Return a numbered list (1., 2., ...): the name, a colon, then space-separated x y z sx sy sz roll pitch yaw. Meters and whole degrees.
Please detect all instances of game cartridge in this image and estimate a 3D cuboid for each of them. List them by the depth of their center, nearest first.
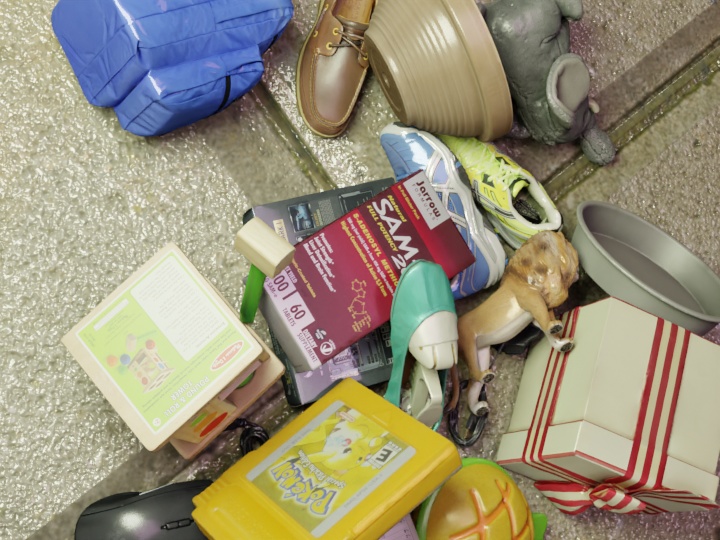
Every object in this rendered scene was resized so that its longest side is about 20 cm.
1. game cartridge: -0.037 0.188 0.999 0.199 0.176 0.033 -35 122 -21

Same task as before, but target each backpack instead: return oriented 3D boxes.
1. backpack: -0.165 -0.231 1.085 0.199 0.162 0.169 -30 100 -34

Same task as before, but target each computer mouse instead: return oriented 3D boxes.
1. computer mouse: -0.164 0.205 1.058 0.198 0.046 0.142 -1 81 -19
2. computer mouse: 0.146 0.094 1.196 0.058 0.034 0.201 25 78 19

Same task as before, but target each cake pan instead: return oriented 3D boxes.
1. cake pan: 0.305 0.000 1.206 0.199 0.201 0.037 25 117 -14

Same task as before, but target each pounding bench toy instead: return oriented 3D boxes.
1. pounding bench toy: -0.131 0.053 1.016 0.200 0.156 0.124 -42 78 -4

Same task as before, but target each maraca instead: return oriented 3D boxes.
1. maraca: 0.123 0.265 1.121 0.200 0.106 0.138 41 71 -36

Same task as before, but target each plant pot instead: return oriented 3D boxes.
1. plant pot: 0.065 -0.207 1.125 0.092 0.201 0.202 -27 89 -5

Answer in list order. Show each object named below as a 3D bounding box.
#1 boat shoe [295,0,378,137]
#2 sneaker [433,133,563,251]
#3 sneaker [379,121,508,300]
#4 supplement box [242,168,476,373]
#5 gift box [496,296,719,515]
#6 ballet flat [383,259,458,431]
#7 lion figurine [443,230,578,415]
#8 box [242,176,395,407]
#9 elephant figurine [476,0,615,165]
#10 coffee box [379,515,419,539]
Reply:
1. boat shoe: -0.019 -0.239 1.181 0.071 0.068 0.202 16 75 -16
2. sneaker: 0.140 -0.104 1.207 0.200 0.076 0.076 40 72 -6
3. sneaker: 0.076 -0.062 1.176 0.077 0.076 0.201 -33 92 -24
4. supplement box: 0.000 0.000 1.091 0.199 0.061 0.109 -33 93 -20
5. gift box: 0.271 0.156 1.148 0.198 0.185 0.188 22 71 -9
6. ballet flat: 0.063 0.086 1.073 0.067 0.202 0.070 -13 40 -26
7. lion figurine: 0.143 0.050 1.152 0.199 0.072 0.123 -35 49 12
8. box: -0.019 0.020 1.141 0.156 0.051 0.202 -14 85 -21
9. elephant figurine: 0.196 -0.194 1.216 0.154 0.142 0.202 -16 95 -4
10. coffee box: 0.016 0.297 1.069 0.079 0.113 0.202 -20 86 -21
